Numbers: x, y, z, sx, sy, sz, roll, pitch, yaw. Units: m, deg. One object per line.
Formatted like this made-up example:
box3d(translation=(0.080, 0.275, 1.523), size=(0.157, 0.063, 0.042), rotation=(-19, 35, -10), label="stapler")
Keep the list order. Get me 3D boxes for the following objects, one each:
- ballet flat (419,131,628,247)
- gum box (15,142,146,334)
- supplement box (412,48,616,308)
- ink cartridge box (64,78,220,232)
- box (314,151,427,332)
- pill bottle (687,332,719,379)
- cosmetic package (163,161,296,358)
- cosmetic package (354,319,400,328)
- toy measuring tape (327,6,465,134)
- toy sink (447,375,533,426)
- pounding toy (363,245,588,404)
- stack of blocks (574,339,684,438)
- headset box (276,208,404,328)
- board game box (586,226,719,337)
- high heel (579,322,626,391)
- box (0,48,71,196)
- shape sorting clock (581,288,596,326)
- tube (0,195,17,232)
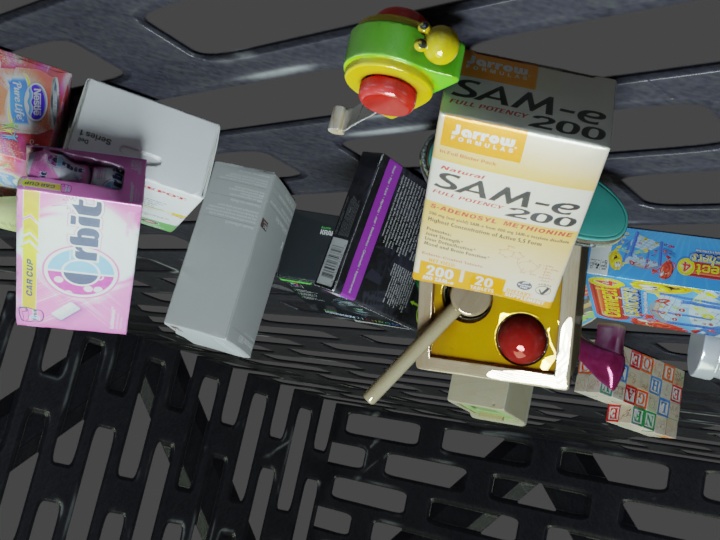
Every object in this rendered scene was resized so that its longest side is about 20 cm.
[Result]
box3d(translation=(0.143, -0.073, 0.867), size=(0.197, 0.073, 0.072), rotation=(20, 167, -6), label="ballet flat")
box3d(translation=(-0.276, -0.029, 0.947), size=(0.111, 0.067, 0.202), rotation=(6, 136, -15), label="gum box")
box3d(translation=(0.113, -0.065, 0.757), size=(0.123, 0.075, 0.202), rotation=(12, 144, 6), label="supplement box")
box3d(translation=(-0.244, -0.117, 1.039), size=(0.142, 0.086, 0.199), rotation=(17, 167, -17), label="ink cartridge box")
box3d(translation=(0.048, -0.019, 1.015), size=(0.036, 0.146, 0.199), rotation=(15, 171, 44), label="box")
box3d(translation=(0.501, 0.108, 1.154), size=(0.196, 0.114, 0.112), rotation=(11, 167, 7), label="pill bottle")
box3d(translation=(-0.149, -0.011, 1.127), size=(0.088, 0.204, 0.107), rotation=(10, 168, 13), label="cosmetic package")
box3d(translation=(0.080, 0.041, 1.388), size=(0.196, 0.084, 0.051), rotation=(7, 164, 25), label="cosmetic package")
box3d(translation=(0.005, -0.143, 0.707), size=(0.072, 0.075, 0.199), rotation=(19, 166, -25), label="toy measuring tape")
box3d(translation=(0.283, 0.254, 2.013), size=(0.128, 0.114, 0.199), rotation=(6, 166, 30), label="toy sink")
box3d(translation=(0.117, 0.035, 0.958), size=(0.196, 0.188, 0.142), rotation=(6, -165, 17), label="pounding toy")
box3d(translation=(0.445, 0.197, 1.593), size=(0.197, 0.118, 0.058), rotation=(22, 165, -31), label="stack of blocks")
box3d(translation=(0.000, 0.000, 1.266), size=(0.170, 0.095, 0.200), rotation=(10, 166, 14), label="headset box")
box3d(translation=(0.350, 0.017, 1.054), size=(0.192, 0.057, 0.200), rotation=(9, 166, 20), label="board game box")
box3d(translation=(0.322, 0.131, 1.481), size=(0.067, 0.098, 0.198), rotation=(23, 164, -40), label="high heel")
box3d(translation=(-0.362, -0.144, 1.010), size=(0.093, 0.105, 0.200), rotation=(17, 166, -15), label="box")
box3d(translation=(0.223, 0.048, 1.257), size=(0.195, 0.040, 0.201), rotation=(-3, 148, -2), label="shape sorting clock")
box3d(translation=(-0.348, -0.060, 1.035), size=(0.195, 0.052, 0.059), rotation=(3, 131, 16), label="tube")
